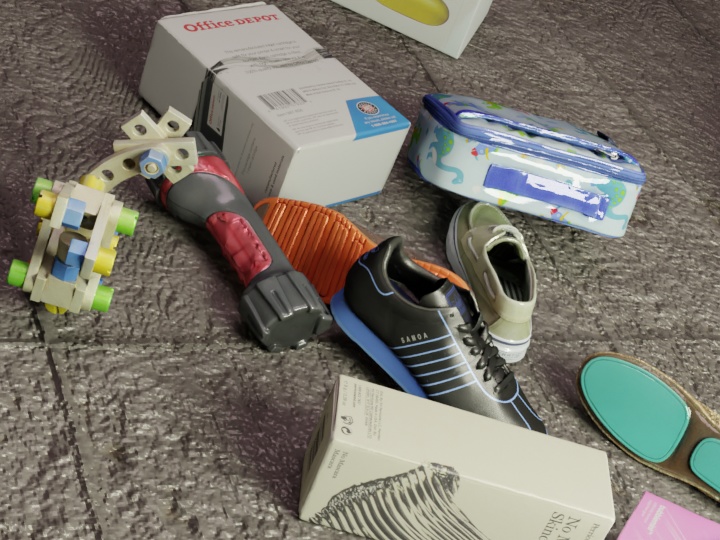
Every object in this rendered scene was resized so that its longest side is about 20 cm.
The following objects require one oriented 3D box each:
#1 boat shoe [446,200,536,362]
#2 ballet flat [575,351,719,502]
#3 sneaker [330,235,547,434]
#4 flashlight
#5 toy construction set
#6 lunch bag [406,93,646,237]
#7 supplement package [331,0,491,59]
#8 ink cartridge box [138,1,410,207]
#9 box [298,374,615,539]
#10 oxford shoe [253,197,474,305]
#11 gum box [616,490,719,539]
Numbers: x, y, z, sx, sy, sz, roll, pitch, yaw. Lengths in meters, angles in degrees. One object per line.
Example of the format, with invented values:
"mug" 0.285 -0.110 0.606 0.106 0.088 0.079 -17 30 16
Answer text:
"boat shoe" 0.120 -0.005 1.196 0.072 0.062 0.200 12 35 -15
"ballet flat" 0.257 0.133 1.104 0.200 0.071 0.065 38 10 16
"sneaker" 0.070 0.060 1.046 0.200 0.078 0.070 40 34 3
"flashlight" -0.101 -0.022 1.098 0.200 0.068 0.068 56 9 34
"toy construction set" -0.191 -0.044 1.013 0.092 0.131 0.200 24 34 2
"lunch bag" 0.151 -0.097 1.285 0.199 0.083 0.161 14 16 -13
"supplement package" 0.062 -0.365 1.567 0.199 0.152 0.151 26 35 4
"ink cartridge box" -0.079 -0.146 1.253 0.144 0.084 0.200 -17 52 -44
"box" 0.064 0.145 0.950 0.199 0.082 0.069 16 34 -7
"oxford shoe" 0.000 0.000 1.138 0.199 0.072 0.073 27 6 13
"gum box" 0.194 0.238 0.894 0.113 0.066 0.200 23 34 19
